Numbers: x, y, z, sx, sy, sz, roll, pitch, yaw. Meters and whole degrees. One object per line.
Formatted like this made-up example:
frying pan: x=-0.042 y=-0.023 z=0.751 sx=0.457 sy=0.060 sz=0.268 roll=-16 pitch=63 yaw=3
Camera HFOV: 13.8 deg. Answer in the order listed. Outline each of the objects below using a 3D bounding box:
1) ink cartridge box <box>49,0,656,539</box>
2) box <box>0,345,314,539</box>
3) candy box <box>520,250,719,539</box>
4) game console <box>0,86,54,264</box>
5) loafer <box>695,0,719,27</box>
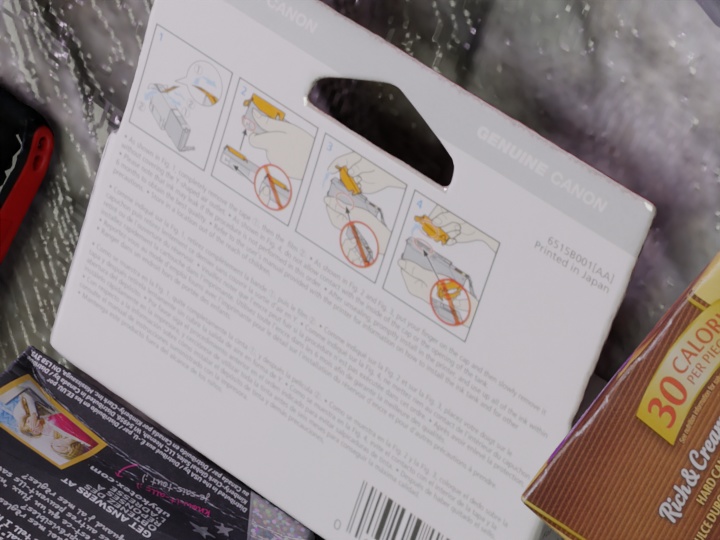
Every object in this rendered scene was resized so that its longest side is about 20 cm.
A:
ink cartridge box: x=0.000 y=0.000 z=0.974 sx=0.200 sy=0.043 sz=0.174 roll=33 pitch=121 yaw=23
box: x=-0.125 y=0.156 z=1.054 sx=0.132 sy=0.115 sz=0.201 roll=33 pitch=123 yaw=6
candy box: x=0.158 y=0.085 z=0.857 sx=0.200 sy=0.056 sz=0.117 roll=41 pitch=125 yaw=7
game console: x=-0.222 y=-0.027 z=1.116 sx=0.200 sy=0.031 sz=0.177 roll=34 pitch=102 yaw=22
loafer: x=0.165 y=-0.050 z=0.824 sx=0.200 sy=0.072 sz=0.063 roll=49 pitch=122 yaw=17
